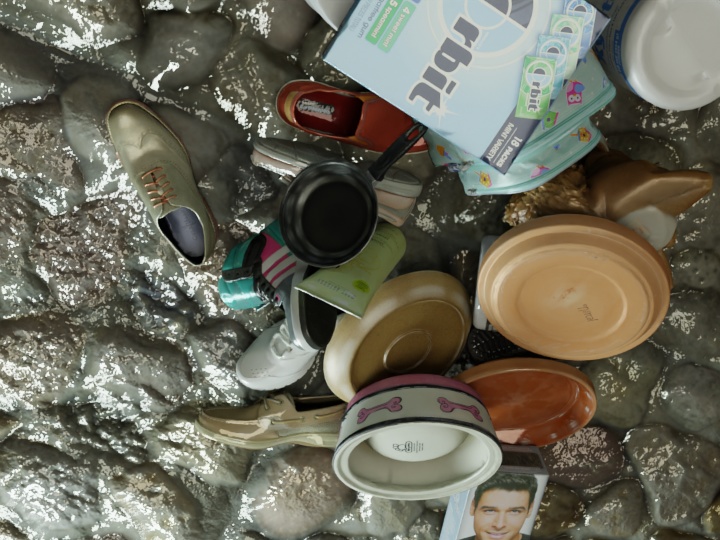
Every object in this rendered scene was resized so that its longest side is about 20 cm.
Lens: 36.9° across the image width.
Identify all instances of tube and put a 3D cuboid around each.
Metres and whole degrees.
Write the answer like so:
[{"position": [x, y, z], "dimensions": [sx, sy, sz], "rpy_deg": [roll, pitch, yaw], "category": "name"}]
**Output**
[{"position": [0.000, 0.000, 1.179], "dimensions": [0.058, 0.200, 0.052], "rpy_deg": [-16, 103, 25], "category": "tube"}]

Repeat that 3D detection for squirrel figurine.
[{"position": [0.261, -0.084, 1.193], "dimensions": [0.199, 0.187, 0.142], "rpy_deg": [3, 120, -4], "category": "squirrel figurine"}]

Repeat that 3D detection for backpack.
[{"position": [0.162, -0.168, 1.112], "dimensions": [0.175, 0.200, 0.154], "rpy_deg": [-33, 98, -16], "category": "backpack"}]

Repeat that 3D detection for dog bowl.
[{"position": [0.065, 0.194, 1.267], "dimensions": [0.199, 0.074, 0.201], "rpy_deg": [-1, 144, -1], "category": "dog bowl"}]

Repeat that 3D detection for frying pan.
[{"position": [-0.014, -0.093, 1.140], "dimensions": [0.115, 0.031, 0.191], "rpy_deg": [30, 92, 23], "category": "frying pan"}]

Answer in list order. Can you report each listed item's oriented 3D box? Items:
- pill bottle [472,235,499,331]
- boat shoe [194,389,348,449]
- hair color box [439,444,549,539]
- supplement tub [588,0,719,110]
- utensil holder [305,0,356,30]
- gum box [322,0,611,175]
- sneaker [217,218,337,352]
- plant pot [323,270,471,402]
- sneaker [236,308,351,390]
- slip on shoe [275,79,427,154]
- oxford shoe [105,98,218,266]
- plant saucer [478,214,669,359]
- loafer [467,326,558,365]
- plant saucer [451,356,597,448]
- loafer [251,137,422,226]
[{"position": [0.233, 0.024, 1.247], "dimensions": [0.199, 0.111, 0.112], "rpy_deg": [6, 111, 6], "category": "pill bottle"}, {"position": [-0.100, 0.174, 1.304], "dimensions": [0.199, 0.072, 0.065], "rpy_deg": [5, 105, -16], "category": "boat shoe"}, {"position": [0.166, 0.319, 1.387], "dimensions": [0.098, 0.061, 0.201], "rpy_deg": [5, 118, -10], "category": "hair color box"}, {"position": [0.307, -0.251, 1.126], "dimensions": [0.131, 0.200, 0.133], "rpy_deg": [-3, 111, -7], "category": "supplement tub"}, {"position": [0.017, -0.309, 1.063], "dimensions": [0.169, 0.200, 0.171], "rpy_deg": [-3, 112, -7], "category": "utensil holder"}, {"position": [0.093, -0.210, 0.970], "dimensions": [0.199, 0.045, 0.170], "rpy_deg": [31, 104, -12], "category": "gum box"}, {"position": [-0.098, 0.023, 1.189], "dimensions": [0.120, 0.201, 0.084], "rpy_deg": [-24, 131, 17], "category": "sneaker"}, {"position": [0.051, 0.090, 1.268], "dimensions": [0.199, 0.028, 0.201], "rpy_deg": [-18, 134, -20], "category": "plant pot"}, {"position": [-0.063, 0.066, 1.248], "dimensions": [0.200, 0.087, 0.075], "rpy_deg": [-35, 69, 0], "category": "sneaker"}, {"position": [0.006, -0.167, 1.191], "dimensions": [0.199, 0.061, 0.075], "rpy_deg": [9, 107, -14], "category": "slip on shoe"}, {"position": [-0.213, -0.095, 1.180], "dimensions": [0.071, 0.074, 0.201], "rpy_deg": [-30, 112, 4], "category": "oxford shoe"}, {"position": [0.223, 0.026, 1.135], "dimensions": [0.199, 0.032, 0.201], "rpy_deg": [8, 136, 8], "category": "plant saucer"}, {"position": [0.224, 0.078, 1.321], "dimensions": [0.199, 0.073, 0.071], "rpy_deg": [-12, 148, -6], "category": "loafer"}, {"position": [0.186, 0.161, 1.315], "dimensions": [0.199, 0.032, 0.201], "rpy_deg": [-1, 144, -1], "category": "plant saucer"}, {"position": [-0.030, -0.096, 1.211], "dimensions": [0.199, 0.072, 0.063], "rpy_deg": [13, 114, -16], "category": "loafer"}]
